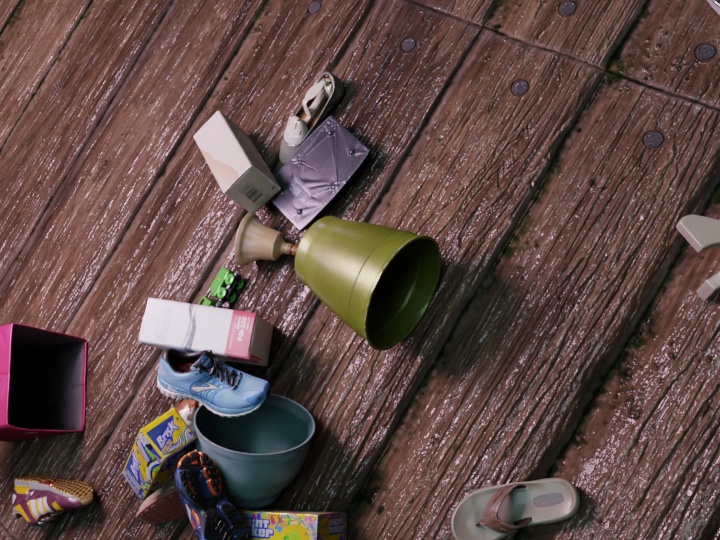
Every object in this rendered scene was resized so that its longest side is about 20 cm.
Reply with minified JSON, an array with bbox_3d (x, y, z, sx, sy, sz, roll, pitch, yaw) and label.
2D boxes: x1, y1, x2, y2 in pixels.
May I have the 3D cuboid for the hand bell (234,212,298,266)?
[{"bbox_3d":[-0.122,-0.039,1.321,0.199,0.104,0.105,12,80,13],"label":"hand bell"}]

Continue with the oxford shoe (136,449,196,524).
[{"bbox_3d":[-0.330,0.391,1.295,0.200,0.071,0.074,-36,39,11],"label":"oxford shoe"}]

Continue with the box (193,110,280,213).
[{"bbox_3d":[-0.243,-0.213,1.381,0.078,0.095,0.200,-42,49,10],"label":"box"}]

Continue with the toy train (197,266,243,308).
[{"bbox_3d":[-0.295,0.084,1.373,0.056,0.042,0.200,30,88,37],"label":"toy train"}]

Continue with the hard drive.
[{"bbox_3d":[-0.079,-0.181,1.352,0.200,0.042,0.135,-48,63,5],"label":"hard drive"}]

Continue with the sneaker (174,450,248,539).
[{"bbox_3d":[-0.235,0.376,1.104,0.078,0.075,0.201,-23,85,58],"label":"sneaker"}]

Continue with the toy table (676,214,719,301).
[{"bbox_3d":[0.542,-0.025,0.981,0.117,0.184,0.200,-29,56,-5],"label":"toy table"}]

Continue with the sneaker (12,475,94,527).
[{"bbox_3d":[-0.599,0.458,1.383,0.199,0.075,0.091,1,84,30],"label":"sneaker"}]

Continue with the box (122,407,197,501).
[{"bbox_3d":[-0.335,0.307,1.173,0.064,0.070,0.200,48,139,11],"label":"box"}]

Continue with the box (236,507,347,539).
[{"bbox_3d":[-0.137,0.487,1.144,0.199,0.122,0.194,-5,72,22],"label":"box"}]

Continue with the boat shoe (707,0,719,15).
[{"bbox_3d":[0.582,-0.475,1.140,0.071,0.064,0.200,-38,64,9],"label":"boat shoe"}]

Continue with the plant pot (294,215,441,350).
[{"bbox_3d":[0.000,0.000,1.186,0.193,0.200,0.201,28,87,31],"label":"plant pot"}]

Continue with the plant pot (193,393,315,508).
[{"bbox_3d":[-0.184,0.309,1.191,0.200,0.200,0.135,19,110,26],"label":"plant pot"}]

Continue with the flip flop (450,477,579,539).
[{"bbox_3d":[0.227,0.358,1.059,0.199,0.058,0.081,-19,69,17],"label":"flip flop"}]

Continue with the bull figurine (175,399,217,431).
[{"bbox_3d":[-0.307,0.263,1.297,0.065,0.121,0.200,33,100,-16],"label":"bull figurine"}]

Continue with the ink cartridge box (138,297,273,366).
[{"bbox_3d":[-0.270,0.112,1.265,0.199,0.146,0.085,6,78,6],"label":"ink cartridge box"}]

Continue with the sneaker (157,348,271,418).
[{"bbox_3d":[-0.245,0.179,1.168,0.199,0.090,0.079,11,38,7],"label":"sneaker"}]

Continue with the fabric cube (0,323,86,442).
[{"bbox_3d":[-0.694,0.231,1.413,0.199,0.196,0.201,-12,71,19],"label":"fabric cube"}]

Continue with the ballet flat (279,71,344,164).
[{"bbox_3d":[-0.108,-0.301,1.387,0.067,0.064,0.200,35,91,27],"label":"ballet flat"}]
